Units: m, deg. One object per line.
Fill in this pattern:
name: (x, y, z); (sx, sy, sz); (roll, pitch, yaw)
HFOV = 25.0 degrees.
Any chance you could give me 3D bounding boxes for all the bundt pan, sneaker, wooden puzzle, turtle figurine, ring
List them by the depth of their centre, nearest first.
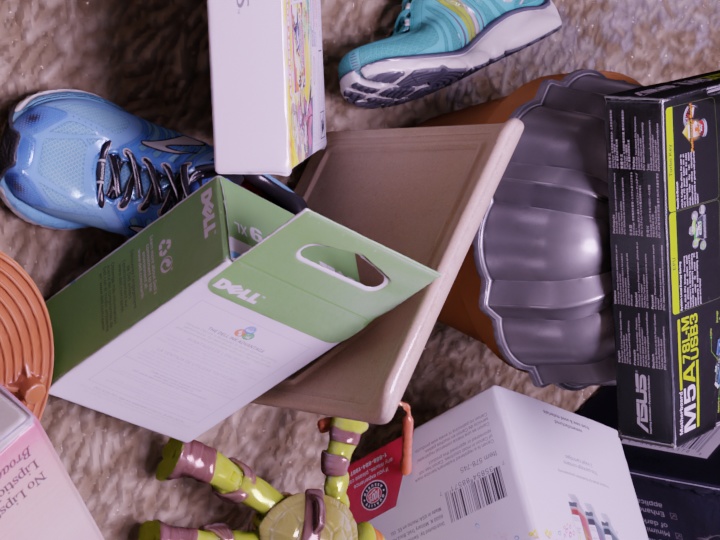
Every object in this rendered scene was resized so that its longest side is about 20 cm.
ring: (-0.230, 0.074, 0.785); (0.200, 0.019, 0.201); (-29, 137, -31)
sneaker: (-0.107, -0.052, 0.892); (0.200, 0.090, 0.078); (11, 87, -45)
wooden puzzle: (0.000, 0.000, 0.931); (0.037, 0.200, 0.185); (36, 70, -30)
turtle figurine: (-0.048, 0.164, 0.968); (0.161, 0.064, 0.200); (16, 96, -22)
bundt pan: (0.161, -0.021, 0.982); (0.202, 0.076, 0.202); (-7, 100, -45)
sneaker: (0.050, -0.161, 1.066); (0.200, 0.077, 0.080); (-32, 98, -44)

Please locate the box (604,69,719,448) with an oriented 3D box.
box: (0.219, -0.017, 0.954); (0.193, 0.047, 0.200); (-17, 108, -40)

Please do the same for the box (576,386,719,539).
box: (0.263, 0.201, 1.226); (0.117, 0.197, 0.200); (-38, 121, -37)

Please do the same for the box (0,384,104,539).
box: (-0.196, 0.143, 0.766); (0.128, 0.109, 0.200); (-42, 141, -22)

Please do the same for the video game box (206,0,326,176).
video game box: (-0.051, -0.158, 0.894); (0.182, 0.047, 0.200); (-73, 161, -82)

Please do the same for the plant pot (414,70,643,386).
plant pot: (0.104, -0.031, 1.074); (0.200, 0.140, 0.200); (-7, 99, -45)

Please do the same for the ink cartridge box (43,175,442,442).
ink cartridge box: (-0.068, 0.012, 0.864); (0.104, 0.200, 0.059); (27, 41, -40)

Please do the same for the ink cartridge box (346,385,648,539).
ink cartridge box: (0.096, 0.203, 1.032); (0.145, 0.145, 0.200); (24, 45, -45)
